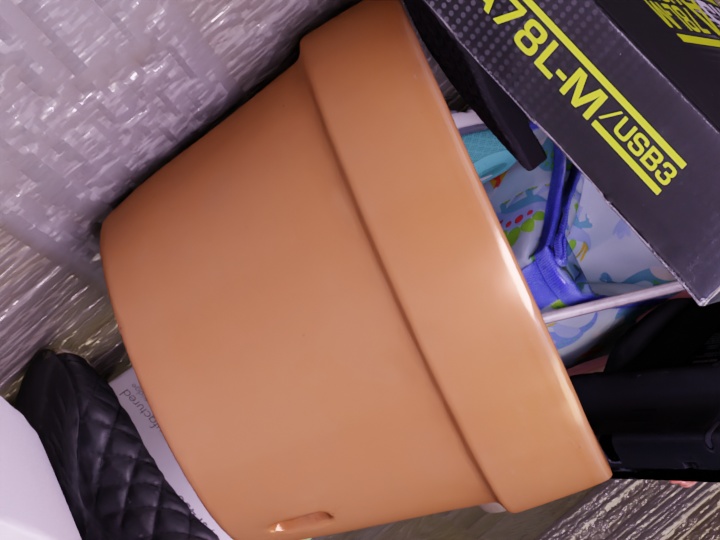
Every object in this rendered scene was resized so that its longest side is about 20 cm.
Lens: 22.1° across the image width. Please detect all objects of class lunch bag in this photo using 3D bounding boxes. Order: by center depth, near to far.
[{"bbox_3d":[0.077,0.009,0.929,0.170,0.128,0.200,-34,180,35],"label":"lunch bag"}]

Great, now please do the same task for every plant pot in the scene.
[{"bbox_3d":[-0.008,0.013,0.697,0.139,0.202,0.200,-24,165,4],"label":"plant pot"}]

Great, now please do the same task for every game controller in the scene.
[{"bbox_3d":[0.143,0.042,0.727,0.104,0.042,0.200,-34,-173,-19],"label":"game controller"}]

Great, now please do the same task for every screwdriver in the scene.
[{"bbox_3d":[0.070,0.021,0.795,0.198,0.028,0.029,-15,158,3],"label":"screwdriver"}]

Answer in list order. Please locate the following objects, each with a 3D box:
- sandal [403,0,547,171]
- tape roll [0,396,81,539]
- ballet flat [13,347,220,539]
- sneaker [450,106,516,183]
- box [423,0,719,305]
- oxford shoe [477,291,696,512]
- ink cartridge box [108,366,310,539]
[{"bbox_3d":[0.054,-0.093,0.733,0.045,0.075,0.200,-39,162,1],"label":"sandal"},{"bbox_3d":[-0.190,0.125,0.627,0.201,0.071,0.204,-20,142,-16],"label":"tape roll"},{"bbox_3d":[-0.090,0.098,0.711,0.056,0.200,0.067,10,116,-36],"label":"ballet flat"},{"bbox_3d":[0.000,0.000,0.850,0.200,0.080,0.078,-39,166,-11],"label":"sneaker"},{"bbox_3d":[0.093,-0.077,0.638,0.048,0.193,0.200,-49,162,20],"label":"box"},{"bbox_3d":[0.126,0.075,0.875,0.200,0.075,0.070,-39,160,35],"label":"oxford shoe"},{"bbox_3d":[-0.127,0.138,0.785,0.200,0.117,0.067,-38,169,-44],"label":"ink cartridge box"}]
